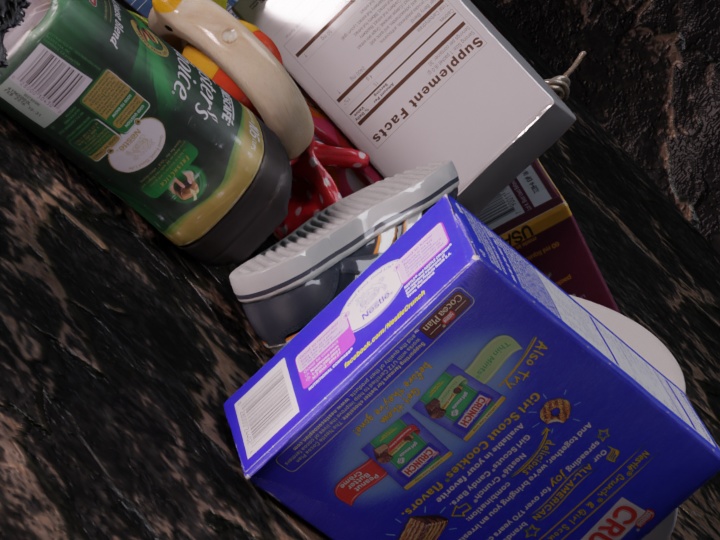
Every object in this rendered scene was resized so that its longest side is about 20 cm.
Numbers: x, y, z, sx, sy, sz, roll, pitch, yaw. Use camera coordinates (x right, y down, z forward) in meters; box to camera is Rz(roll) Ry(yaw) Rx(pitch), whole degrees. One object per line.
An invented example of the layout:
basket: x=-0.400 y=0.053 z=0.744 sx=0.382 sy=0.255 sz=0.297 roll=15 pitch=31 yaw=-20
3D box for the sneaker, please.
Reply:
sneaker: x=0.000 y=0.000 z=1.542 sx=0.200 sy=0.078 sz=0.080 roll=-34 pitch=105 yaw=-45

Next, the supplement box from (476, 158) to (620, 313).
supplement box: x=0.137 y=0.026 z=1.847 sx=0.200 sy=0.085 sz=0.110 roll=61 pitch=3 yaw=-28

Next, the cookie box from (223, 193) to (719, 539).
cookie box: x=0.060 y=0.086 z=1.337 sx=0.200 sy=0.171 sz=0.075 roll=39 pitch=16 yaw=-29

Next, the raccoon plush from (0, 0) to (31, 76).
raccoon plush: x=-0.178 y=-0.089 z=1.206 sx=0.200 sy=0.134 sz=0.097 roll=51 pitch=13 yaw=29

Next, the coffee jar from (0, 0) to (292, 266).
coffee jar: x=-0.130 y=-0.090 z=1.493 sx=0.200 sy=0.085 sz=0.104 roll=39 pitch=13 yaw=-27

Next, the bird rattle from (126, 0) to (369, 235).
bird rattle: x=-0.081 y=-0.107 z=1.606 sx=0.200 sy=0.113 sz=0.163 roll=51 pitch=-10 yaw=13

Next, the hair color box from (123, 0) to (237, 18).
hair color box: x=-0.100 y=-0.187 z=1.972 sx=0.200 sy=0.061 sz=0.100 roll=39 pitch=13 yaw=-23

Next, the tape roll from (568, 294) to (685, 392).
tape roll: x=0.096 y=0.072 z=1.545 sx=0.202 sy=0.037 sz=0.203 roll=5 pitch=28 yaw=-2

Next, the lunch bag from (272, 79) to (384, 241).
lunch bag: x=-0.027 y=-0.061 z=1.772 sx=0.200 sy=0.082 sz=0.176 roll=47 pitch=8 yaw=6

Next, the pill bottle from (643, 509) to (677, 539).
pill bottle: x=0.146 y=0.114 z=1.650 sx=0.120 sy=0.120 sz=0.200 roll=41 pitch=13 yaw=-15

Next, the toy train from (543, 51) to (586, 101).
toy train: x=0.102 y=-0.093 z=2.010 sx=0.085 sy=0.200 sz=0.116 roll=43 pitch=17 yaw=-8

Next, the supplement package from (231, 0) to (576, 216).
supplement package: x=0.032 y=-0.139 z=1.729 sx=0.200 sy=0.120 sz=0.121 roll=48 pitch=7 yaw=9
